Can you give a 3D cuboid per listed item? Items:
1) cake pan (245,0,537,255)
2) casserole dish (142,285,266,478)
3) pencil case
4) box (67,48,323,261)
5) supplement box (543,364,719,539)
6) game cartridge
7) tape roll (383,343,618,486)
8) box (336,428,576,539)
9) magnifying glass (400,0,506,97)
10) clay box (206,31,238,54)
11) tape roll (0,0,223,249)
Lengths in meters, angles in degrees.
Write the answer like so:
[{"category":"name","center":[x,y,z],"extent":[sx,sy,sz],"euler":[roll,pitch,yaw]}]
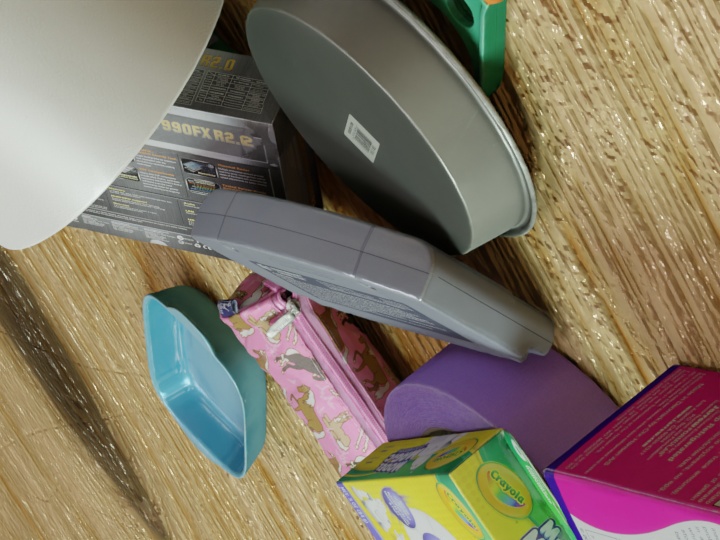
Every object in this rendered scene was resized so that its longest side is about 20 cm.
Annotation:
[{"category":"cake pan","center":[0.011,-0.084,1.175],"extent":[0.200,0.037,0.200],"euler":[43,165,15]},{"category":"casserole dish","center":[-0.116,0.082,1.708],"extent":[0.121,0.039,0.200],"euler":[43,157,22]},{"category":"pencil case","center":[-0.009,0.081,1.444],"extent":[0.083,0.087,0.200],"euler":[-28,101,36]},{"category":"box","center":[-0.129,-0.077,1.354],"extent":[0.200,0.048,0.159],"euler":[11,147,14]},{"category":"supplement box","center":[0.198,0.123,1.070],"extent":[0.200,0.103,0.101],"euler":[10,132,61]},{"category":"game cartridge","center":[0.000,0.000,1.259],"extent":[0.200,0.041,0.133],"euler":[15,174,45]},{"category":"tape roll","center":[0.104,0.131,1.316],"extent":[0.200,0.066,0.200],"euler":[41,155,24]},{"category":"box","center":[0.068,0.153,1.273],"extent":[0.117,0.048,0.200],"euler":[55,156,-7]},{"category":"magnifying glass","center":[0.054,-0.133,1.080],"extent":[0.080,0.022,0.200],"euler":[52,157,2]},{"category":"clay box","center":[-0.133,-0.106,1.450],"extent":[0.115,0.048,0.200],"euler":[44,156,18]},{"category":"tape roll","center":[-0.185,-0.131,1.169],"extent":[0.139,0.203,0.203],"euler":[36,165,-24]}]
